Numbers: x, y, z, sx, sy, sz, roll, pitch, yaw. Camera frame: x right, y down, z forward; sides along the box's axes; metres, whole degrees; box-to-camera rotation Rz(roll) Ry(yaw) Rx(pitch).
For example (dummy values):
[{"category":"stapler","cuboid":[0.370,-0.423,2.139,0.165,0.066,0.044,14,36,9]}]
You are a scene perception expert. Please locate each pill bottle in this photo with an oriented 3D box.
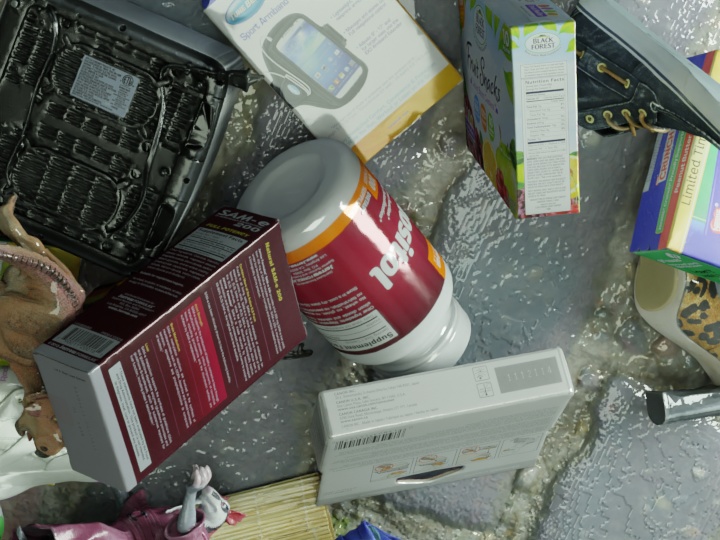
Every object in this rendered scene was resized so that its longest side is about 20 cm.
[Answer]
[{"category":"pill bottle","cuboid":[0.000,0.000,1.419,0.113,0.113,0.200,-38,125,5]}]

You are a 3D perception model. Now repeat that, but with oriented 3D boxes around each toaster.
[{"category":"toaster","cuboid":[-0.188,-0.108,1.346,0.200,0.119,0.181,23,105,0]}]

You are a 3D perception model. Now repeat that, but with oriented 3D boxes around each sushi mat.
[{"category":"sushi mat","cuboid":[-0.120,0.237,1.544,0.200,0.012,0.096,-14,110,-4]}]

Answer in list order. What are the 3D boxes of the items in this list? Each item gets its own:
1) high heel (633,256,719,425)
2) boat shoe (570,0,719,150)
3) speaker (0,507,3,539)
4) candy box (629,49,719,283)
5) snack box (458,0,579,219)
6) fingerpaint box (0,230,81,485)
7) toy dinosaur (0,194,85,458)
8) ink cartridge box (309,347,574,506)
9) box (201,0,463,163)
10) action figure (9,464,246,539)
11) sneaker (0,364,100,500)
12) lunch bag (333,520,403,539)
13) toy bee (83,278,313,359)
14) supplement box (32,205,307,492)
[{"category":"high heel","cuboid":[0.304,0.027,1.523,0.143,0.071,0.200,-6,102,-26]},{"category":"boat shoe","cuboid":[0.218,-0.128,1.391,0.071,0.200,0.091,17,115,-49]},{"category":"speaker","cuboid":[-0.323,0.232,1.411,0.088,0.200,0.088,-3,109,-8]},{"category":"candy box","cuboid":[0.333,-0.064,1.448,0.200,0.077,0.169,18,81,-14]},{"category":"snack box","cuboid":[0.116,-0.136,1.353,0.053,0.200,0.142,-5,109,-6]},{"category":"fingerpaint box","cuboid":[-0.311,0.058,1.421,0.167,0.073,0.200,5,107,-11]},{"category":"toy dinosaur","cuboid":[-0.225,0.035,1.283,0.136,0.200,0.086,41,61,15]},{"category":"ink cartridge box","cuboid":[0.059,0.130,1.481,0.200,0.176,0.045,-10,67,-10]},{"category":"box","cuboid":[-0.029,-0.185,1.401,0.119,0.041,0.200,-40,107,6]},{"category":"action figure","cuboid":[-0.180,0.226,1.457,0.200,0.134,0.149,-9,96,-28]},{"category":"sneaker","cuboid":[-0.230,0.114,1.375,0.200,0.075,0.100,-14,112,-6]},{"category":"lunch bag","cuboid":[-0.001,0.321,1.532,0.170,0.127,0.200,-40,119,6]},{"category":"toy bee","cuboid":[-0.139,0.019,1.430,0.131,0.200,0.109,-9,82,30]},{"category":"supplement box","cuboid":[-0.130,0.052,1.289,0.200,0.061,0.109,-40,132,-37]}]
